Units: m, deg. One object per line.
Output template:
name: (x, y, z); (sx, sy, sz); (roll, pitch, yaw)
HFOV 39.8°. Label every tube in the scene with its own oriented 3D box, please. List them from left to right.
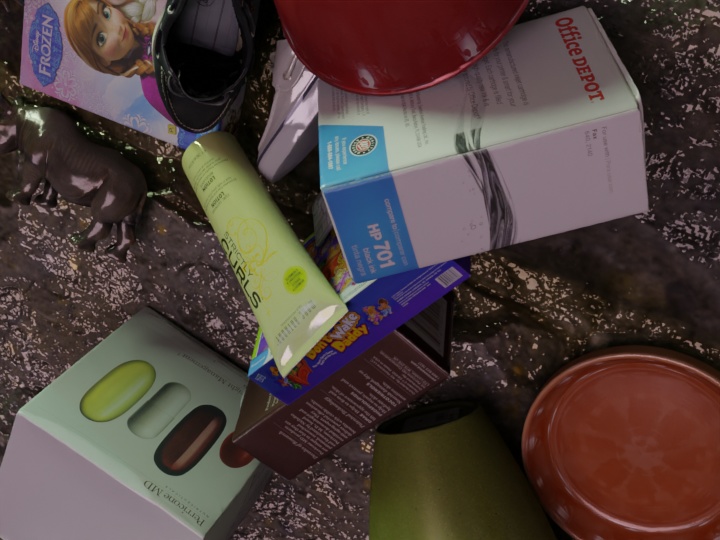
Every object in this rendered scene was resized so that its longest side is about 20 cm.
tube: (-0.078, -0.022, 0.764); (0.201, 0.051, 0.058); (59, 159, 27)

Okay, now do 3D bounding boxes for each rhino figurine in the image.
rhino figurine: (-0.276, -0.096, 0.895); (0.199, 0.060, 0.088); (35, 102, 5)

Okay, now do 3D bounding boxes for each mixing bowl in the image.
mixing bowl: (0.010, -0.225, 0.633); (0.198, 0.108, 0.203); (-7, 73, 23)

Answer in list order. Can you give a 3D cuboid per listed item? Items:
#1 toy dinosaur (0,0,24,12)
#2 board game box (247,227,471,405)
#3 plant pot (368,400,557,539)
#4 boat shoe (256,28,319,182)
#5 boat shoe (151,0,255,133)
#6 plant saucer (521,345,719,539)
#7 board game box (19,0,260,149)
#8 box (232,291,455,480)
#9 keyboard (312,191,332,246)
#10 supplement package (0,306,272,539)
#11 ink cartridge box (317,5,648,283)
toy dinosaur: (-0.313, -0.247, 0.803); (0.085, 0.202, 0.135); (26, 130, -34)
board game box: (0.000, 0.000, 0.779); (0.045, 0.135, 0.199); (37, 124, -23)
plant pot: (0.081, 0.220, 0.842); (0.185, 0.187, 0.203); (-13, 92, 27)
boat shoe: (-0.037, -0.162, 0.763); (0.065, 0.072, 0.201); (37, 121, 8)
boat shoe: (-0.112, -0.155, 0.714); (0.074, 0.067, 0.200); (12, 145, -16)
plant saucer: (0.232, 0.152, 0.816); (0.198, 0.032, 0.203); (9, 116, 19)
board game box: (-0.181, -0.217, 0.812); (0.197, 0.041, 0.202); (21, 119, 12)
box: (-0.014, 0.083, 0.838); (0.075, 0.101, 0.199); (40, 124, -22)
keyboard: (0.011, -0.107, 0.777); (0.011, 0.057, 0.201); (23, 123, -18)
supplement package: (-0.192, 0.175, 0.903); (0.190, 0.200, 0.148); (31, 121, 6)
ink cartridge box: (0.075, -0.087, 0.666); (0.197, 0.147, 0.087); (-13, 128, 6)
